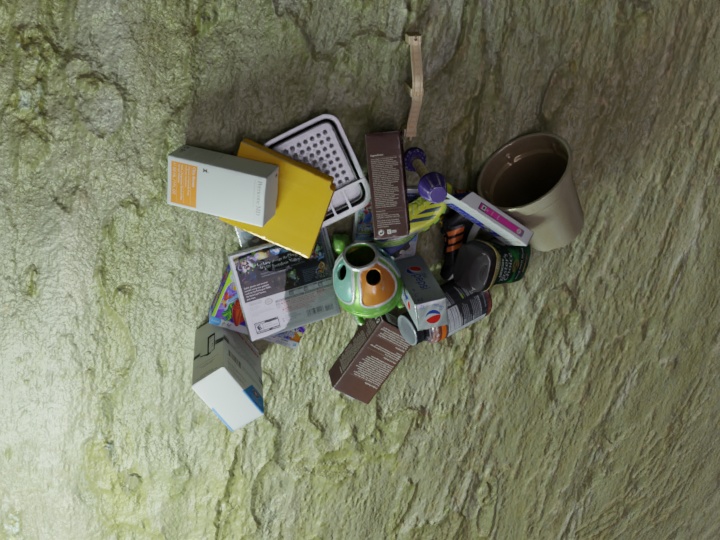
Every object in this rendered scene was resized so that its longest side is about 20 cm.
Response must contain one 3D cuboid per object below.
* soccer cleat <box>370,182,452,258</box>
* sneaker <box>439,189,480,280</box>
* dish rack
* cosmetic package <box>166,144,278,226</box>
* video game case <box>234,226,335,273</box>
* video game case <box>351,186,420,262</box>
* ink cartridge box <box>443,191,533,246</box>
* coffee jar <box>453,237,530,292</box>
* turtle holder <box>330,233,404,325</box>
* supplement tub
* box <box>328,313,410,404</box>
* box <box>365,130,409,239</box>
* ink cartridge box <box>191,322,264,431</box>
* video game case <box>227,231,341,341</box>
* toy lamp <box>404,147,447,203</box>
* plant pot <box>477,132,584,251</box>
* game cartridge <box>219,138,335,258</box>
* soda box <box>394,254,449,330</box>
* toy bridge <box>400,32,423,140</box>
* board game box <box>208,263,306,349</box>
[{"bbox_3d":[0.104,-0.112,1.596,0.200,0.065,0.084,-44,114,12],"label":"soccer cleat"},{"bbox_3d":[0.198,-0.079,1.660,0.089,0.070,0.202,22,110,-6],"label":"sneaker"},{"bbox_3d":[-0.087,-0.192,1.533,0.170,0.044,0.201,-25,109,2],"label":"dish rack"},{"bbox_3d":[-0.259,-0.160,1.465,0.198,0.071,0.102,13,118,10],"label":"cosmetic package"},{"bbox_3d":[-0.151,-0.040,1.622,0.180,0.023,0.202,-16,119,-4],"label":"video game case"},{"bbox_3d":[0.053,-0.082,1.647,0.141,0.018,0.202,1,116,-12],"label":"video game case"},{"bbox_3d":[0.239,-0.112,1.537,0.199,0.095,0.037,29,86,-14],"label":"ink cartridge box"},{"bbox_3d":[0.275,-0.017,1.633,0.199,0.085,0.105,-12,120,-51],"label":"coffee jar"},{"bbox_3d":[0.011,0.001,1.571,0.139,0.187,0.132,-9,135,8],"label":"turtle holder"},{"bbox_3d":[0.179,0.088,1.678,0.199,0.107,0.108,-24,121,-23],"label":"supplement tub"},{"bbox_3d":[0.025,0.190,1.741,0.100,0.075,0.201,28,106,-24],"label":"box"},{"bbox_3d":[0.055,-0.168,1.519,0.074,0.100,0.202,-6,100,7],"label":"box"},{"bbox_3d":[-0.274,0.208,1.621,0.084,0.201,0.146,-31,119,8],"label":"ink cartridge box"},{"bbox_3d":[-0.152,0.029,1.582,0.198,0.023,0.184,-17,101,-16],"label":"video game case"},{"bbox_3d":[0.124,-0.183,1.507,0.058,0.200,0.059,-5,117,-10],"label":"toy lamp"},{"bbox_3d":[0.368,-0.146,1.600,0.200,0.201,0.184,-36,130,7],"label":"plant pot"},{"bbox_3d":[-0.160,-0.138,1.508,0.198,0.033,0.177,24,119,1],"label":"game cartridge"},{"bbox_3d":[0.121,0.043,1.600,0.068,0.200,0.064,-12,118,-7],"label":"soda box"},{"bbox_3d":[0.101,-0.347,1.495,0.027,0.067,0.202,-4,117,-10],"label":"toy bridge"},{"bbox_3d":[-0.201,0.072,1.628,0.198,0.045,0.135,19,110,-20],"label":"board game box"}]
